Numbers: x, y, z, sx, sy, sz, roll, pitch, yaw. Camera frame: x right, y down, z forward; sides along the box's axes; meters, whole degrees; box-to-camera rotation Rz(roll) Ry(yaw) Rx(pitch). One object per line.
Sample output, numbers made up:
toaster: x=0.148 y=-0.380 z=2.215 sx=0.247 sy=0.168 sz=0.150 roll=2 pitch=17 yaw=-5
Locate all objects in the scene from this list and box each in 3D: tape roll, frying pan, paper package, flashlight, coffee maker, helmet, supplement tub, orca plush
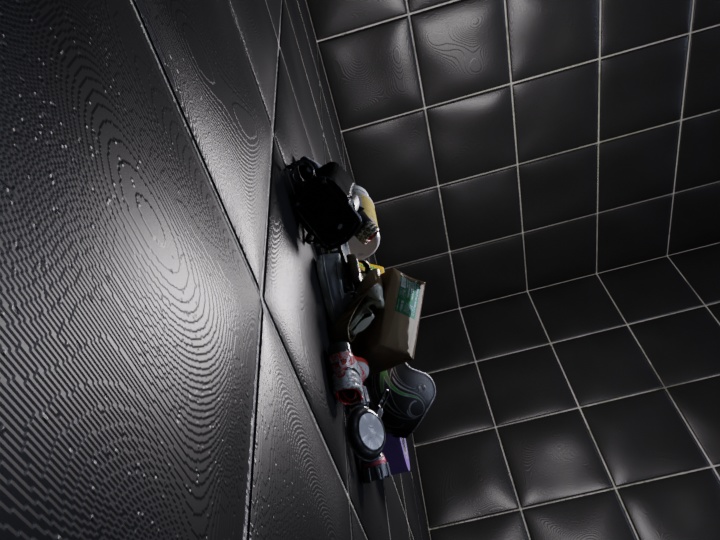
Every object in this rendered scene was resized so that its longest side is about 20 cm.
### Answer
tape roll: x=0.078 y=0.468 z=1.710 sx=0.200 sy=0.082 sz=0.206 roll=-14 pitch=91 yaw=-85
frying pan: x=0.037 y=0.339 z=1.325 sx=0.188 sy=0.031 sz=0.118 roll=-16 pitch=79 yaw=-51
paper package: x=0.057 y=0.125 z=1.455 sx=0.190 sy=0.101 sz=0.205 roll=-33 pitch=-141 yaw=55
flashlight: x=0.012 y=0.361 z=1.347 sx=0.067 sy=0.067 sz=0.206 roll=2 pitch=69 yaw=-47
coffee maker: x=-0.074 y=-0.169 z=1.322 sx=0.201 sy=0.131 sz=0.197 roll=-92 pitch=167 yaw=-70
helmet: x=0.083 y=0.309 z=1.566 sx=0.188 sy=0.203 sz=0.200 roll=34 pitch=4 yaw=3
supplement tub: x=-0.020 y=-0.149 z=1.855 sx=0.203 sy=0.141 sz=0.147 roll=-99 pitch=173 yaw=-45
orca plush: x=-0.084 y=-0.182 z=1.465 sx=0.104 sy=0.072 sz=0.200 roll=13 pitch=-26 yaw=47

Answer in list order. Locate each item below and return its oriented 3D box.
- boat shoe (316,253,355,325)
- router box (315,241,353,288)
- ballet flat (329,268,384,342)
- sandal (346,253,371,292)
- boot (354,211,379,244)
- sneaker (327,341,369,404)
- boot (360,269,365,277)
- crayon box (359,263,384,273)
boat shoe: x=-0.047 y=0.058 z=1.396 sx=0.070 sy=0.069 sz=0.206 roll=-89 pitch=165 yaw=-72
router box: x=-0.063 y=-0.044 z=1.542 sx=0.152 sy=0.060 sz=0.203 roll=-96 pitch=172 yaw=-48
ballet flat: x=0.009 y=0.084 z=1.363 sx=0.201 sy=0.071 sz=0.069 roll=-52 pitch=135 yaw=-25
sandal: x=0.000 y=0.000 z=1.443 sx=0.200 sy=0.053 sz=0.084 roll=78 pitch=-3 yaw=-76
boot: x=-0.029 y=-0.130 z=1.623 sx=0.154 sy=0.073 sz=0.204 roll=48 pitch=-15 yaw=3
sneaker: x=-0.020 y=0.234 z=1.282 sx=0.202 sy=0.065 sz=0.111 roll=61 pitch=17 yaw=-61
boot: x=-0.027 y=0.080 z=1.686 sx=0.199 sy=0.070 sz=0.172 roll=-169 pitch=-94 yaw=-71
crayon box: x=0.014 y=0.037 z=1.852 sx=0.203 sy=0.122 sz=0.052 roll=-98 pitch=-154 yaw=-51
